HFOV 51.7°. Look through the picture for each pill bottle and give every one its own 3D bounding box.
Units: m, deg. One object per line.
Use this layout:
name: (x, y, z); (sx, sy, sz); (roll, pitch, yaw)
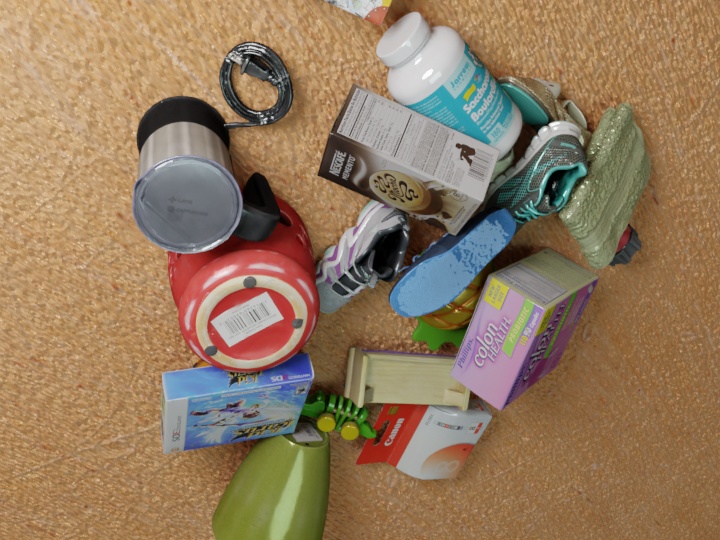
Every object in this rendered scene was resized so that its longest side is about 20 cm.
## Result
pill bottle: (0.108, -0.225, 0.932); (0.111, 0.111, 0.200); (-42, 123, 13)

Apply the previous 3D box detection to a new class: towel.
towel: (0.350, -0.118, 1.044); (0.148, 0.036, 0.201); (44, 70, -39)

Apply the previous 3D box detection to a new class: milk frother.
milk frother: (-0.165, -0.149, 0.857); (0.178, 0.189, 0.202); (6, 120, -20)

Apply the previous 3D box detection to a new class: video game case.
video game case: (-0.177, 0.189, 1.041); (0.197, 0.046, 0.182); (-6, 148, -19)

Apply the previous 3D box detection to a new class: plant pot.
plant pot: (-0.123, 0.339, 1.192); (0.185, 0.187, 0.202); (13, 108, -22)
plant pot: (-0.149, 0.021, 0.974); (0.198, 0.183, 0.202); (-8, 125, -11)

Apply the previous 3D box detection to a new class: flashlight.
flashlight: (0.341, -0.085, 1.117); (0.199, 0.068, 0.068); (38, 97, -25)

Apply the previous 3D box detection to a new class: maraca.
maraca: (0.133, 0.040, 1.107); (0.135, 0.108, 0.202); (-3, 126, -2)

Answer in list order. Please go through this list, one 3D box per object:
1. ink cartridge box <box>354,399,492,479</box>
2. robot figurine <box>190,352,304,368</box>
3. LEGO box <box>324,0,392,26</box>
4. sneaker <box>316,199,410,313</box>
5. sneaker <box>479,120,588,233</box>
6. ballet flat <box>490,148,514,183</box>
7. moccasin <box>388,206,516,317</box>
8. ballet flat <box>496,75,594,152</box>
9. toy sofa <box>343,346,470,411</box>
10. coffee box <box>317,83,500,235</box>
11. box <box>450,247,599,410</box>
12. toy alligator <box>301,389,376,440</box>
ink cartridge box: (0.108, 0.290, 1.267); (0.198, 0.050, 0.163); (3, 126, -30)
robot figurine: (-0.176, 0.156, 1.121); (0.199, 0.058, 0.145); (-32, 128, 6)
LEGO box: (-0.007, -0.398, 0.812); (0.147, 0.077, 0.202); (15, 116, -23)
sneaker: (0.000, 0.000, 1.021); (0.077, 0.140, 0.201); (26, 110, -20)
sneaker: (0.231, -0.102, 1.001); (0.077, 0.092, 0.201); (15, 128, -23)
ballet flat: (0.123, -0.122, 1.030); (0.197, 0.068, 0.063); (-16, 134, -5)
moccasin: (0.124, -0.008, 1.002); (0.199, 0.068, 0.081); (-34, 105, 0)
ballet flat: (0.259, -0.217, 1.019); (0.199, 0.070, 0.066); (38, 79, -34)
toy sofa: (0.074, 0.170, 1.197); (0.197, 0.098, 0.084); (5, 97, -17)
coffee box: (0.056, -0.134, 0.925); (0.198, 0.081, 0.113); (23, 158, -2)
box: (0.248, 0.081, 1.112); (0.199, 0.096, 0.178); (-18, 134, -49)
toy alligator: (-0.055, 0.216, 1.187); (0.198, 0.059, 0.055); (23, 114, -13)
